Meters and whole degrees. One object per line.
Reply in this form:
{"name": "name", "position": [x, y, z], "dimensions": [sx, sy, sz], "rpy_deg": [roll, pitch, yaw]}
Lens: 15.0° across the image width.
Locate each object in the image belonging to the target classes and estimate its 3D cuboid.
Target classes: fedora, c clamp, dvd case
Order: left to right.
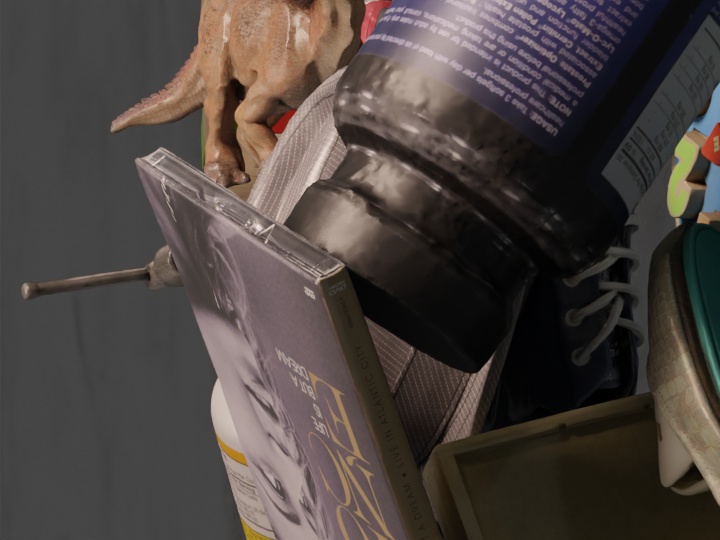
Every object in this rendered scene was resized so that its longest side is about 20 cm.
{"name": "c clamp", "position": [-0.038, -0.019, 1.259], "dimensions": [0.200, 0.171, 0.027], "rpy_deg": [-23, 82, 55]}
{"name": "dvd case", "position": [-0.015, 0.062, 0.986], "dimensions": [0.149, 0.016, 0.200], "rpy_deg": [32, 147, 56]}
{"name": "fedora", "position": [0.000, 0.000, 1.085], "dimensions": [0.177, 0.090, 0.200], "rpy_deg": [-143, 70, -73]}

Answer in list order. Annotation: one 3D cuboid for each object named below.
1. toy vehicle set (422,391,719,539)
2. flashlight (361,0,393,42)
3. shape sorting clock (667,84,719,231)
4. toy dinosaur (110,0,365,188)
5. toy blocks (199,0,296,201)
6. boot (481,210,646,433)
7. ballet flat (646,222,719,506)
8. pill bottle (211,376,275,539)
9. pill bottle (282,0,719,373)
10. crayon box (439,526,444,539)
{"name": "toy vehicle set", "position": [0.112, 0.141, 0.982], "dimensions": [0.027, 0.124, 0.200], "rpy_deg": [108, 147, -59]}
{"name": "flashlight", "position": [0.011, -0.142, 1.376], "dimensions": [0.068, 0.068, 0.200], "rpy_deg": [52, -147, -46]}
{"name": "shape sorting clock", "position": [0.157, -0.054, 1.010], "dimensions": [0.200, 0.039, 0.200], "rpy_deg": [178, 90, -73]}
{"name": "toy dinosaur", "position": [-0.037, -0.111, 1.257], "dimensions": [0.200, 0.086, 0.136], "rpy_deg": [-5, 98, 48]}
{"name": "toy blocks", "position": [-0.012, -0.078, 1.412], "dimensions": [0.100, 0.137, 0.200], "rpy_deg": [100, 168, -59]}
{"name": "boot", "position": [0.095, -0.002, 1.130], "dimensions": [0.090, 0.073, 0.200], "rpy_deg": [55, 138, 34]}
{"name": "ballet flat", "position": [0.137, 0.080, 0.958], "dimensions": [0.062, 0.067, 0.200], "rpy_deg": [-35, 70, 32]}
{"name": "pill bottle", "position": [-0.010, 0.092, 1.358], "dimensions": [0.113, 0.113, 0.200], "rpy_deg": [-124, 17, -60]}
{"name": "pill bottle", "position": [0.061, -0.069, 0.956], "dimensions": [0.200, 0.112, 0.112], "rpy_deg": [-55, 15, -8]}
{"name": "crayon box", "position": [0.070, 0.162, 1.171], "dimensions": [0.051, 0.127, 0.200], "rpy_deg": [-110, 24, -46]}
